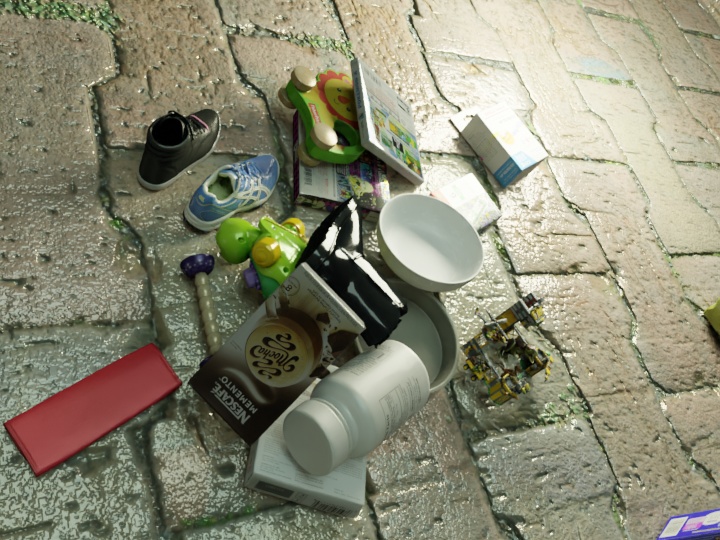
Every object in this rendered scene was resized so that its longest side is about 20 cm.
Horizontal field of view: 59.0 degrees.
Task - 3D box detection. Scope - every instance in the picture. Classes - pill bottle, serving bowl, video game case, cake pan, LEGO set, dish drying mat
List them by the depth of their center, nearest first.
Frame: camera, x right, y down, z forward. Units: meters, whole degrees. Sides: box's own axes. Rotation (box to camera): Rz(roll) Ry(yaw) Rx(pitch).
[{"bbox_3d":[-0.326,0.167,0.794,0.199,0.018,0.077,-32,80,-38],"label":"dish drying mat"},{"bbox_3d":[-0.004,0.183,0.855,0.199,0.114,0.115,-27,76,-46],"label":"pill bottle"},{"bbox_3d":[0.069,0.110,1.036,0.198,0.037,0.203,14,56,-21],"label":"cake pan"},{"bbox_3d":[0.268,0.122,1.067,0.199,0.116,0.155,-10,64,-47],"label":"LEGO set"},{"bbox_3d":[0.112,-0.039,1.105,0.197,0.066,0.202,14,48,-16],"label":"serving bowl"},{"bbox_3d":[-0.035,-0.193,1.161,0.179,0.036,0.202,10,57,-24],"label":"video game case"},{"bbox_3d":[0.053,-0.277,1.204,0.199,0.022,0.185,25,52,-52],"label":"video game case"}]

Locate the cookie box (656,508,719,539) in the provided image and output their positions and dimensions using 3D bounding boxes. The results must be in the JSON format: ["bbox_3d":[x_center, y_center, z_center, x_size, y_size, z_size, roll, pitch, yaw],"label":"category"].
[{"bbox_3d":[0.614,0.493,1.026,0.075,0.171,0.201,-28,78,-35],"label":"cookie box"}]

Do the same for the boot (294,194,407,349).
[{"bbox_3d":[0.000,0.000,0.931,0.168,0.076,0.201,47,32,-15],"label":"boot"}]

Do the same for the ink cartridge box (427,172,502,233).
[{"bbox_3d":[0.173,-0.104,1.215,0.199,0.050,0.110,-28,78,-38],"label":"ink cartridge box"}]

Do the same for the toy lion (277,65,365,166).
[{"bbox_3d":[-0.042,-0.282,1.155,0.190,0.069,0.202,-1,62,-39],"label":"toy lion"}]

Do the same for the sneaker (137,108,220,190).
[{"bbox_3d":[-0.272,-0.217,1.003,0.070,0.099,0.201,34,50,-4],"label":"sneaker"}]

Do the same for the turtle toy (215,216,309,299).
[{"bbox_3d":[-0.128,-0.012,0.956,0.200,0.101,0.146,42,25,-1],"label":"turtle toy"}]

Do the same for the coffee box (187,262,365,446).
[{"bbox_3d":[-0.102,0.101,0.797,0.113,0.080,0.200,44,90,-2],"label":"coffee box"}]

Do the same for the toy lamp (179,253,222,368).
[{"bbox_3d":[-0.208,0.075,0.889,0.058,0.058,0.202,-5,66,-31],"label":"toy lamp"}]

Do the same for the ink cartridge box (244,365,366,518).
[{"bbox_3d":[-0.066,0.225,0.896,0.161,0.057,0.201,22,39,-16],"label":"ink cartridge box"}]

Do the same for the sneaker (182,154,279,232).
[{"bbox_3d":[-0.192,-0.134,1.012,0.076,0.077,0.200,41,49,1],"label":"sneaker"}]

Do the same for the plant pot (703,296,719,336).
[{"bbox_3d":[0.873,0.120,1.400,0.199,0.201,0.185,-19,61,-36],"label":"plant pot"}]

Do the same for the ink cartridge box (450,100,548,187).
[{"bbox_3d":[0.301,-0.293,1.390,0.115,0.068,0.201,-29,78,-38],"label":"ink cartridge box"}]
